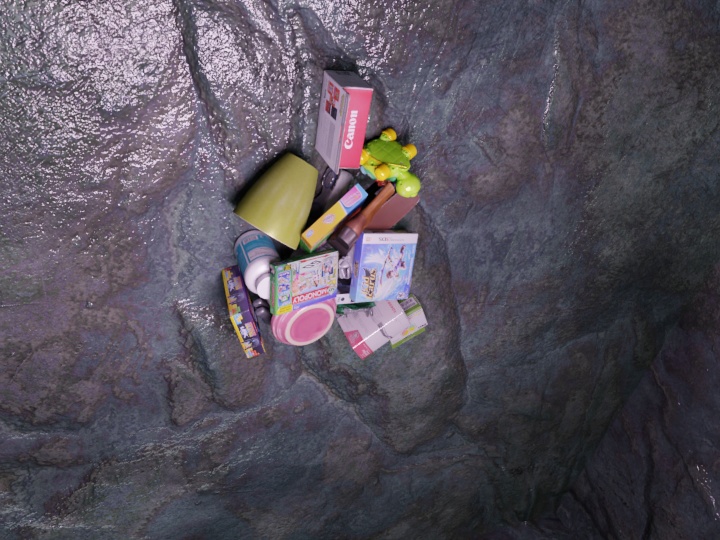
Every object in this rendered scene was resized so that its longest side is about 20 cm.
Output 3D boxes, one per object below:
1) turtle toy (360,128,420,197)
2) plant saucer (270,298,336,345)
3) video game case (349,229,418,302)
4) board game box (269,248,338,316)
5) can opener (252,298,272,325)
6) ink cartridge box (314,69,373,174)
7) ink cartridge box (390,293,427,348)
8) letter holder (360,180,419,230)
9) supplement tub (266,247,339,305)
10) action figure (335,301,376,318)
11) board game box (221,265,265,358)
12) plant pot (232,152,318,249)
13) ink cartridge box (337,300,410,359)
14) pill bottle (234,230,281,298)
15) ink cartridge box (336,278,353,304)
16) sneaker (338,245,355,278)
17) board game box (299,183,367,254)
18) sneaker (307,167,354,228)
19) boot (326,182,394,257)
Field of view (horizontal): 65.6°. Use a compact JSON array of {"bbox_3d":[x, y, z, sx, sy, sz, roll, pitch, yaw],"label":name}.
[{"bbox_3d":[0.079,-0.274,1.483,0.145,0.200,0.102,-39,158,-25],"label":"turtle toy"},{"bbox_3d":[-0.150,0.137,1.559,0.199,0.051,0.202,-21,137,-21],"label":"plant saucer"},{"bbox_3d":[0.066,-0.014,1.589,0.179,0.045,0.203,-2,109,-28],"label":"video game case"},{"bbox_3d":[-0.143,0.027,1.443,0.198,0.029,0.136,-16,118,-39],"label":"board game box"},{"bbox_3d":[-0.276,0.133,1.639,0.066,0.054,0.200,-24,160,7],"label":"can opener"},{"bbox_3d":[-0.037,-0.357,1.356,0.083,0.176,0.202,-5,127,-23],"label":"ink cartridge box"},{"bbox_3d":[0.158,0.199,1.940,0.147,0.076,0.201,-29,131,-5],"label":"ink cartridge box"},{"bbox_3d":[0.073,-0.168,1.607,0.199,0.101,0.142,-40,134,5],"label":"letter holder"},{"bbox_3d":[-0.165,0.032,1.602,0.144,0.145,0.201,23,112,-37],"label":"supplement tub"},{"bbox_3d":[-0.062,0.120,1.733,0.118,0.197,0.056,9,82,-69],"label":"action figure"},{"bbox_3d":[-0.323,0.111,1.543,0.056,0.201,0.167,-17,131,-8],"label":"board game box"},{"bbox_3d":[-0.194,-0.188,1.420,0.186,0.187,0.201,30,91,-39],"label":"plant pot"},{"bbox_3d":[0.044,0.167,1.809,0.199,0.147,0.083,-35,134,1],"label":"ink cartridge box"},{"bbox_3d":[-0.264,-0.012,1.481,0.109,0.201,0.112,-13,130,-17],"label":"pill bottle"},{"bbox_3d":[-0.043,0.062,1.717,0.198,0.100,0.040,-5,120,-26],"label":"ink cartridge box"},{"bbox_3d":[0.000,0.000,1.684,0.115,0.075,0.201,-55,134,-23],"label":"sneaker"},{"bbox_3d":[-0.074,-0.127,1.465,0.200,0.040,0.153,-44,179,-13],"label":"board game box"},{"bbox_3d":[-0.080,-0.187,1.535,0.086,0.075,0.201,8,124,-45],"label":"sneaker"},{"bbox_3d":[-0.001,-0.139,1.475,0.201,0.068,0.188,-51,178,-14],"label":"boot"}]
